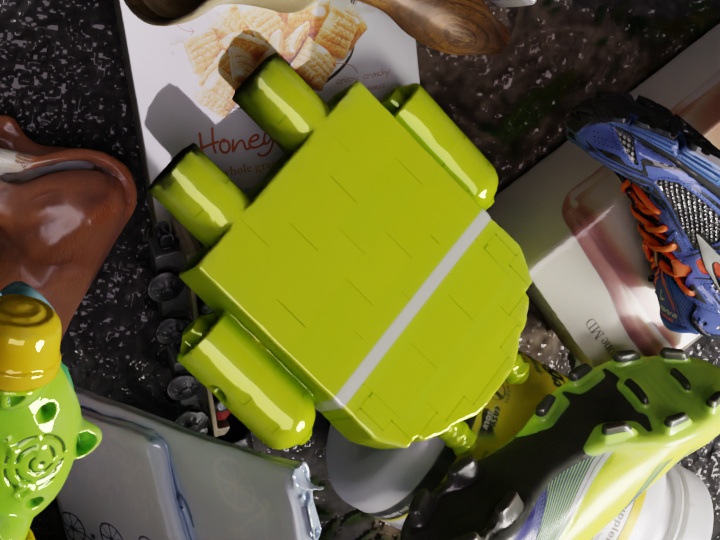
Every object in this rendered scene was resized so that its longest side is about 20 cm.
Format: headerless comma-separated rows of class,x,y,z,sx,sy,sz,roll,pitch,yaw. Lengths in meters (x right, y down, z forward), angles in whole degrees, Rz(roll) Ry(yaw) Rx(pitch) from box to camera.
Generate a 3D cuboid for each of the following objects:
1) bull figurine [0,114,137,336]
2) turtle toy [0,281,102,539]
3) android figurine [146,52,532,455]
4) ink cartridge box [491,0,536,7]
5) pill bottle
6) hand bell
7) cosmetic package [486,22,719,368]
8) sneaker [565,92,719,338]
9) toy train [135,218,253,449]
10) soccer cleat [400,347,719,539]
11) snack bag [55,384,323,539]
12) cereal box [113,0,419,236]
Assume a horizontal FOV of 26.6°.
bull figurine,-0.187,0.018,0.740,0.121,0.065,0.201,25,103,-20
turtle toy,-0.211,0.053,0.663,0.198,0.101,0.147,11,115,-7
android figurine,0.000,0.000,0.711,0.200,0.041,0.182,43,68,-14
ink cartridge box,0.074,-0.239,0.706,0.119,0.042,0.201,30,87,-23
pill bottle,0.090,0.109,0.822,0.199,0.113,0.113,28,102,-23
hand bell,-0.001,-0.130,0.683,0.199,0.104,0.105,16,107,-43
cosmetic package,0.174,-0.040,0.800,0.200,0.087,0.104,-39,116,2
sneaker,0.165,-0.008,0.723,0.200,0.075,0.078,40,99,-22
toy train,-0.078,0.053,0.769,0.045,0.034,0.201,-16,134,-12
soccer cleat,0.102,0.106,0.743,0.199,0.065,0.084,-29,134,-23
snack bag,-0.084,0.159,0.766,0.021,0.199,0.190,-30,121,-41
cereal box,-0.042,-0.091,0.749,0.143,0.040,0.202,-12,113,-11
